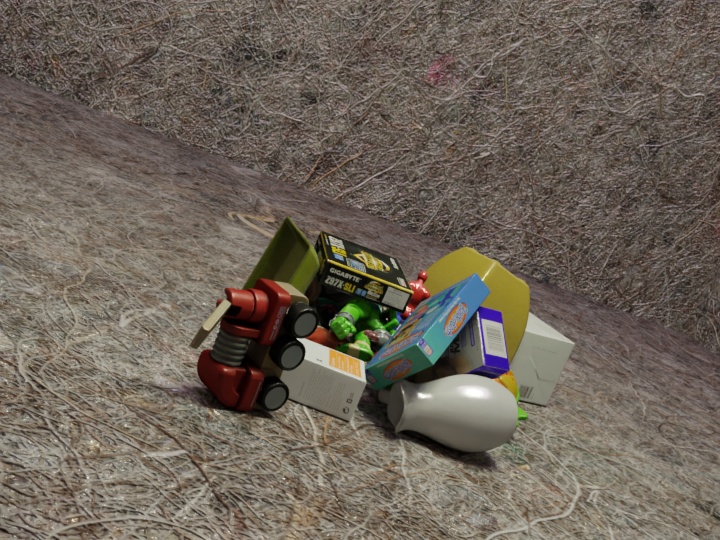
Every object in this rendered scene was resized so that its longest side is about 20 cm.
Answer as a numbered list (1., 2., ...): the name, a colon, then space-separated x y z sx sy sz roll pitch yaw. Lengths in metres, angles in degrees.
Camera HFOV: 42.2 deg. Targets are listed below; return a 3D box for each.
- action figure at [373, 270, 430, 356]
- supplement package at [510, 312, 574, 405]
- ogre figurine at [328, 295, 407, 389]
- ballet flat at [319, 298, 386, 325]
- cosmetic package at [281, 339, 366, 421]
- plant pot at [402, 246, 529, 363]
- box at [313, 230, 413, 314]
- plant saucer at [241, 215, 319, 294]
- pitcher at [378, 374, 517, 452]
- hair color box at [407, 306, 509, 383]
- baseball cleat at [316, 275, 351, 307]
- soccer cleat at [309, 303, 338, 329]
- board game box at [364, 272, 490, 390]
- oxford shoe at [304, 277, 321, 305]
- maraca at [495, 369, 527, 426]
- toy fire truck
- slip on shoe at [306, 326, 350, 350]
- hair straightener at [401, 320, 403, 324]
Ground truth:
1. action figure: 0.081 0.095 1.783 0.065 0.201 0.099 25 -9 5
2. supplement package: 0.317 0.167 1.993 0.151 0.151 0.200 16 13 -31
3. ogre figurine: 0.024 0.122 1.593 0.200 0.098 0.120 30 39 -16
4. ballet flat: -0.017 0.072 1.829 0.199 0.076 0.064 4 2 38
5. cosmetic package: -0.095 0.151 1.441 0.199 0.072 0.101 21 11 -7
6. plant pot: 0.223 0.072 1.870 0.194 0.200 0.195 33 2 -32
7. box: 0.000 0.000 1.654 0.159 0.050 0.200 19 14 -11
8. plant saucer: -0.142 0.022 1.643 0.048 0.200 0.200 29 8 -23
9. pitcher: 0.136 0.220 1.502 0.199 0.122 0.172 8 3 -14
10. hair color box: 0.158 0.149 1.586 0.065 0.200 0.110 15 57 -32
11. baseball cleat: -0.078 0.014 1.787 0.199 0.070 0.107 9 -38 35
12. soccer cleat: -0.086 0.099 1.722 0.086 0.070 0.200 -16 -11 7
13. board game box: 0.106 0.099 1.508 0.045 0.152 0.200 50 49 -7
14. oxford shoe: -0.106 0.042 1.730 0.074 0.071 0.200 4 -10 -24
15. maraca: 0.228 0.219 1.695 0.136 0.107 0.200 2 30 -14
16. toy fire truck: -0.169 0.101 1.252 0.199 0.177 0.129 13 16 -41
17. slip on shoe: -0.067 0.136 1.584 0.061 0.074 0.200 31 9 25
18. hair straightener: 0.020 0.092 1.943 0.199 0.077 0.041 18 8 -19
